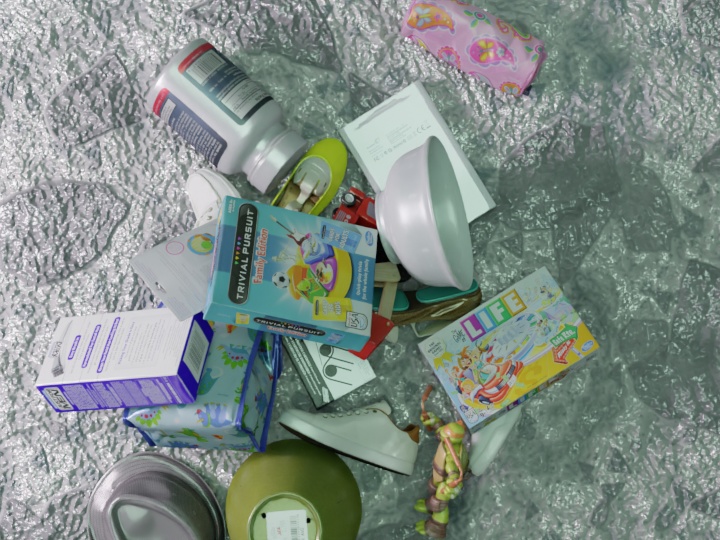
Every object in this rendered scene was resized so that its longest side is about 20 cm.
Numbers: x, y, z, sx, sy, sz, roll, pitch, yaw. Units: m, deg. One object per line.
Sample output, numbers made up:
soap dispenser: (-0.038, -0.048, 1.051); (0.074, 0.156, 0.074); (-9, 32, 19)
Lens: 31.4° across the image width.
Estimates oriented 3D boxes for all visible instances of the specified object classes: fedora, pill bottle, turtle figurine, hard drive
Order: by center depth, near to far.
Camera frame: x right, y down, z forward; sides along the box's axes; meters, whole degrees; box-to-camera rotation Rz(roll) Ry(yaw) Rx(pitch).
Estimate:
turtle figurine: (0.109, 0.252, 1.661); (0.064, 0.201, 0.163); (4, 117, -15)
fedora: (-0.272, 0.339, 1.673); (0.177, 0.090, 0.200); (-43, 88, -1)
pill bottle: (-0.173, -0.199, 1.695); (0.200, 0.120, 0.120); (41, 87, 2)
hard drive: (0.077, -0.138, 1.738); (0.131, 0.025, 0.201); (-31, 87, -2)

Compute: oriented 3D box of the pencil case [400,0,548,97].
pencil case: (0.154, -0.311, 1.724); (0.198, 0.087, 0.088); (27, 87, 1)

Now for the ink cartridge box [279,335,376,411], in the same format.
ink cartridge box: (-0.065, 0.076, 1.714); (0.093, 0.044, 0.202); (-28, 86, -3)

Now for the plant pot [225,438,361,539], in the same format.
plant pot: (-0.090, 0.315, 1.622); (0.184, 0.200, 0.190); (0, 86, 0)

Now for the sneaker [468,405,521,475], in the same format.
sneaker: (0.172, 0.170, 1.702); (0.088, 0.075, 0.202); (25, 77, 6)

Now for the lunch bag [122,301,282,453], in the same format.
lunch bag: (-0.196, 0.125, 1.656); (0.168, 0.128, 0.202); (0, 64, 15)

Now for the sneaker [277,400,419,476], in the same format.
sneaker: (-0.012, 0.202, 1.687); (0.198, 0.073, 0.086); (22, 79, -20)

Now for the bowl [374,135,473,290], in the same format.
bowl: (0.075, -0.064, 1.635); (0.089, 0.201, 0.204); (-13, 86, 16)

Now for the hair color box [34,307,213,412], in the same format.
hair color box: (-0.290, 0.110, 1.584); (0.197, 0.065, 0.110); (-5, 47, 18)

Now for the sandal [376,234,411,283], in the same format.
sandal: (-0.023, -0.017, 1.709); (0.197, 0.045, 0.076); (5, 60, -18)

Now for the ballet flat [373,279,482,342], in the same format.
ballet flat: (0.066, 0.057, 1.708); (0.197, 0.068, 0.073); (-8, 119, -10)

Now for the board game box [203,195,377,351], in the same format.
board game box: (-0.082, 0.003, 1.559); (0.198, 0.047, 0.153); (12, 59, -14)

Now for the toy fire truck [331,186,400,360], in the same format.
toy fire truck: (0.000, 0.000, 1.650); (0.140, 0.049, 0.201); (31, 55, -3)

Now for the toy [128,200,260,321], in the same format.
toy: (-0.175, -0.005, 1.599); (0.199, 0.048, 0.115); (-30, 58, -28)

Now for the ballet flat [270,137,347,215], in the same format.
ballet flat: (-0.083, -0.094, 1.714); (0.067, 0.067, 0.201); (36, 87, 3)

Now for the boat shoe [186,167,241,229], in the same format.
boat shoe: (-0.186, -0.054, 1.680); (0.069, 0.071, 0.201); (-10, 56, -41)

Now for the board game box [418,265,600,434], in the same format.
board game box: (0.193, 0.103, 1.671); (0.199, 0.034, 0.135); (-32, 66, -2)
